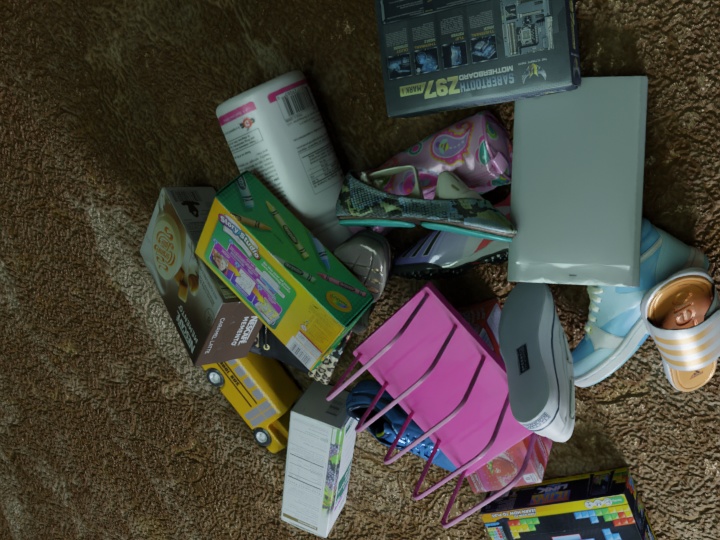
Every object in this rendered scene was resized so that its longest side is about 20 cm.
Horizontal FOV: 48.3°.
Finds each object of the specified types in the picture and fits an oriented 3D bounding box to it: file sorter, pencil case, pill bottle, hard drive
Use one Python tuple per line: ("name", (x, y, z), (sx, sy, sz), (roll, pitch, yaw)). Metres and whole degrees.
("file sorter", (0.080, 0.150, 0.867), (0.200, 0.125, 0.139), (47, 124, -1))
("pencil case", (0.075, -0.101, 0.889), (0.197, 0.088, 0.089), (-22, 104, 30))
("pill bottle", (-0.080, -0.115, 0.931), (0.111, 0.113, 0.204), (-16, 103, 30))
("hard drive", (0.217, -0.089, 0.808), (0.128, 0.026, 0.206), (2, 91, 17))

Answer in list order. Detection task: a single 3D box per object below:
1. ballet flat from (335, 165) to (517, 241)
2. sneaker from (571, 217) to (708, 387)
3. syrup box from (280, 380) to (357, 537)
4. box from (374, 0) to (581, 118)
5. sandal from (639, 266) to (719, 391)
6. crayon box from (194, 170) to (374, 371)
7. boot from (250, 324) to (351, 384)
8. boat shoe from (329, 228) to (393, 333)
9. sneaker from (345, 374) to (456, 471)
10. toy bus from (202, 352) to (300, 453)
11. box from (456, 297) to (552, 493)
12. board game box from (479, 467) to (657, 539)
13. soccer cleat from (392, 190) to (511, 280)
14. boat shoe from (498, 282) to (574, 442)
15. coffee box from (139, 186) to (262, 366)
("ballet flat", (0.066, -0.073, 0.824), (0.195, 0.074, 0.076), (7, 118, 18))
("sneaker", (0.260, 0.022, 0.870), (0.130, 0.080, 0.201), (37, 114, 1))
("syrup box", (-0.057, 0.268, 1.137), (0.080, 0.079, 0.205), (16, 120, 16))
("box", (0.112, -0.246, 0.799), (0.195, 0.051, 0.162), (-5, 95, 28))
("sandal", (0.344, 0.076, 0.816), (0.078, 0.060, 0.208), (-31, 133, 6))
("crayon box", (-0.089, 0.003, 0.894), (0.200, 0.058, 0.119), (45, 144, 4))
("boot", (-0.075, 0.045, 1.041), (0.148, 0.073, 0.203), (26, 113, 4))
("boat shoe", (0.000, 0.000, 0.932), (0.073, 0.074, 0.201), (29, 153, 3))
("sneaker", (0.066, 0.219, 1.057), (0.197, 0.079, 0.067), (33, 122, 5))
("toy bus", (-0.152, 0.155, 1.135), (0.078, 0.065, 0.201), (-34, 96, 32))
("box", (0.151, 0.152, 0.969), (0.094, 0.100, 0.204), (-18, 106, 31))
("board game box", (0.276, 0.352, 1.036), (0.197, 0.057, 0.168), (-19, 104, 31))
("soccer cleat", (0.115, -0.036, 0.925), (0.197, 0.067, 0.075), (-16, 75, 41))
("boat shoe", (0.196, 0.095, 0.876), (0.065, 0.203, 0.073), (35, 133, -26))
("coffee box", (-0.198, 0.003, 1.018), (0.202, 0.078, 0.115), (57, 132, 31))
